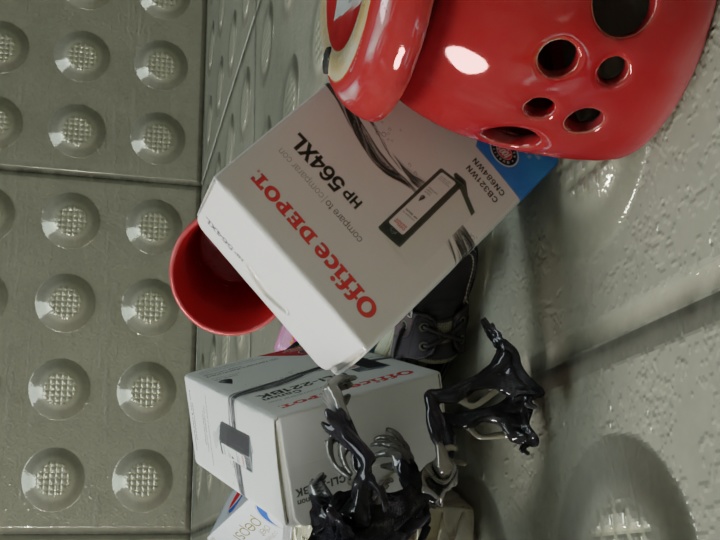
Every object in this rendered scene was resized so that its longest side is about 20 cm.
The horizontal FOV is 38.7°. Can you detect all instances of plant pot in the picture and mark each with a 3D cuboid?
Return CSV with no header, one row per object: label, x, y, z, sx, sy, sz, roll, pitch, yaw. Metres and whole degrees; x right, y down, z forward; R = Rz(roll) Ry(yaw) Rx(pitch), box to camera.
plant pot,0.078,-0.173,0.587,0.200,0.179,0.204,-174,90,-75
plant pot,-0.202,-0.021,1.639,0.178,0.197,0.204,-104,21,-72

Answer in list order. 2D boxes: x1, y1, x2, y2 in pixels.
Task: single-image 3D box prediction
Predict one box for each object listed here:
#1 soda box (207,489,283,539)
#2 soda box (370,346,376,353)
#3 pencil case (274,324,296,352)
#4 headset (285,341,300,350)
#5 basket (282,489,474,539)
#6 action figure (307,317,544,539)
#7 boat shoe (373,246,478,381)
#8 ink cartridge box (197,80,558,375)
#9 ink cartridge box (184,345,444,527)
soda box,-0.088,0.242,1.079,0.200,0.068,0.064,-48,11,47
soda box,0.012,0.066,0.996,0.065,0.067,0.203,113,156,-51
pencil case,-0.052,0.027,1.222,0.088,0.086,0.202,-106,23,-52
headset,-0.050,0.147,1.115,0.094,0.123,0.202,36,149,44
basket,0.011,0.266,0.828,0.123,0.133,0.204,-177,90,-73
action figure,0.025,0.124,0.679,0.102,0.199,0.119,48,171,37
boat shoe,0.058,0.049,0.834,0.202,0.071,0.065,111,147,-44
ink cartridge box,0.012,-0.053,0.688,0.146,0.200,0.084,47,157,-1
ink cartridge box,-0.039,0.121,0.820,0.199,0.142,0.085,9,108,61
